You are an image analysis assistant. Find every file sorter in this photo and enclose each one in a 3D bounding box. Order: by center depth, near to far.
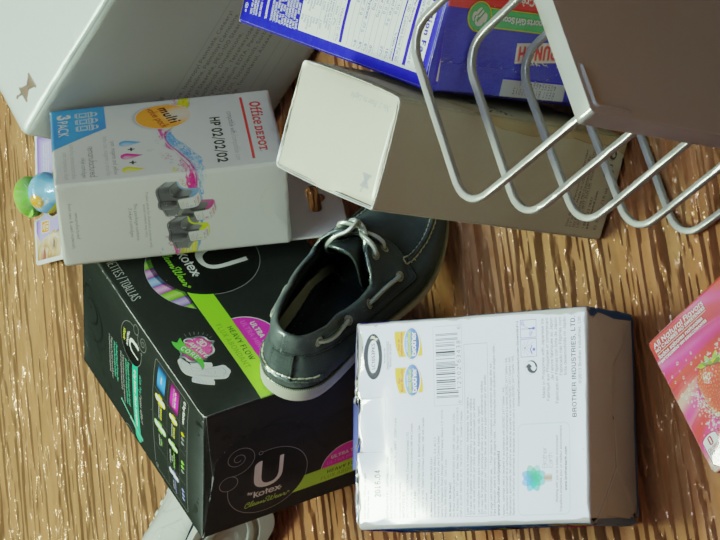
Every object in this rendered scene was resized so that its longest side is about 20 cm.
[{"bbox_3d":[0.147,-0.108,1.367,0.124,0.200,0.139,-40,57,40],"label":"file sorter"}]

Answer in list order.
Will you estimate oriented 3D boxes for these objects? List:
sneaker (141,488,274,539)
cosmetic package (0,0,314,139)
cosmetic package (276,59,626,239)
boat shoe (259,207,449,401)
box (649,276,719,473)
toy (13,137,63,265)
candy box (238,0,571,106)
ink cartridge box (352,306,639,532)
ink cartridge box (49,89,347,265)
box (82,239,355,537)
[{"bbox_3d":[-0.134,0.209,1.742,0.200,0.076,0.081,-47,41,28],"label":"sneaker"},{"bbox_3d":[-0.163,-0.196,1.723,0.166,0.200,0.167,-54,50,26],"label":"cosmetic package"},{"bbox_3d":[0.060,-0.075,1.458,0.103,0.200,0.073,26,104,46],"label":"cosmetic package"},{"bbox_3d":[0.000,0.000,1.541,0.073,0.200,0.062,26,145,20],"label":"boat shoe"},{"bbox_3d":[0.270,0.023,1.283,0.200,0.100,0.096,-47,52,34],"label":"box"},{"bbox_3d":[-0.218,-0.075,1.885,0.200,0.047,0.115,-12,76,47],"label":"toy"},{"bbox_3d":[0.049,-0.166,1.507,0.200,0.169,0.077,26,107,47],"label":"candy box"},{"bbox_3d":[0.071,0.097,1.474,0.200,0.076,0.137,-5,80,29],"label":"ink cartridge box"},{"bbox_3d":[-0.113,-0.068,1.616,0.115,0.199,0.068,-107,12,-58],"label":"ink cartridge box"},{"bbox_3d":[-0.090,0.060,1.621,0.200,0.148,0.125,50,149,39],"label":"box"}]
